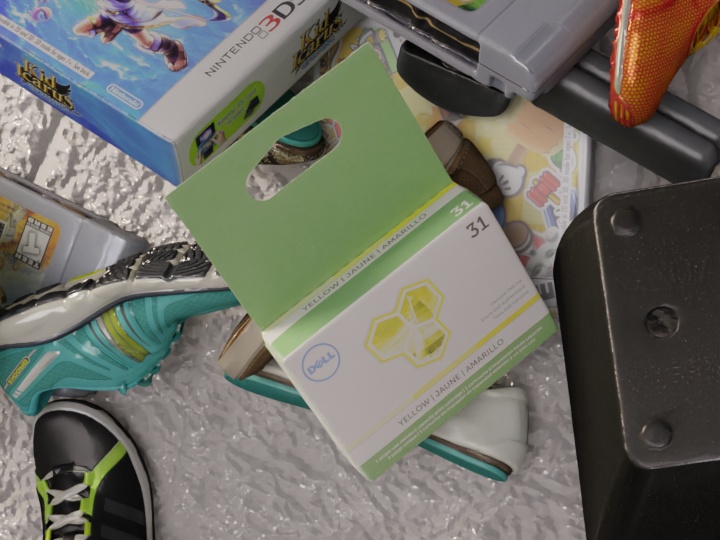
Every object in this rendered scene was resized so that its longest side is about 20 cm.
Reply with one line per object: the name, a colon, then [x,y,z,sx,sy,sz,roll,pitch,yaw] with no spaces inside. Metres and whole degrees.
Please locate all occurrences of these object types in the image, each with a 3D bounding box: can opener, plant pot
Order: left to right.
can opener: [0.118,-0.103,0.886,0.199,0.053,0.067,28,133,16]
plant pot: [0.197,0.045,0.776,0.198,0.178,0.202,-9,69,11]

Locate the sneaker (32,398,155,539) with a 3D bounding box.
sneaker: [-0.173,0.182,0.985,0.071,0.083,0.202,-17,89,18]

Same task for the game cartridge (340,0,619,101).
game cartridge: [0.055,-0.186,0.884,0.199,0.133,0.041,33,143,20]

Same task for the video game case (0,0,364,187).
video game case: [-0.123,-0.164,0.914,0.199,0.046,0.181,32,60,21]

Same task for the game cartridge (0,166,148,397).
game cartridge: [-0.251,0.001,1.033,0.199,0.041,0.134,24,95,15]

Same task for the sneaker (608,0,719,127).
sneaker: [0.190,-0.165,0.835,0.077,0.073,0.201,22,75,17]

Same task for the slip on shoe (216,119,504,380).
slip on shoe: [0.000,0.000,0.903,0.200,0.076,0.061,-45,97,-4]

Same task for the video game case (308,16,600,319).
video game case: [0.055,-0.075,0.938,0.180,0.023,0.202,3,93,18]

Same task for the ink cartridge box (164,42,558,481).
ink cartridge box: [0.006,-0.001,0.841,0.145,0.048,0.201,-37,122,-7]

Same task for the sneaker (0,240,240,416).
sneaker: [-0.146,0.035,0.961,0.198,0.078,0.080,-19,102,18]

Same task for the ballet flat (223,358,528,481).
ballet flat: [0.013,0.069,0.941,0.198,0.069,0.070,18,97,14]

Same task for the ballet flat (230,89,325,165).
ballet flat: [-0.101,-0.117,0.970,0.200,0.068,0.076,45,129,19]
